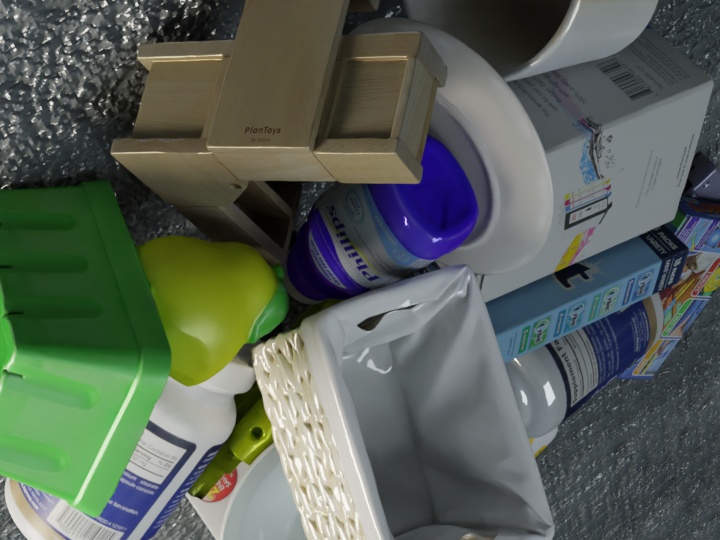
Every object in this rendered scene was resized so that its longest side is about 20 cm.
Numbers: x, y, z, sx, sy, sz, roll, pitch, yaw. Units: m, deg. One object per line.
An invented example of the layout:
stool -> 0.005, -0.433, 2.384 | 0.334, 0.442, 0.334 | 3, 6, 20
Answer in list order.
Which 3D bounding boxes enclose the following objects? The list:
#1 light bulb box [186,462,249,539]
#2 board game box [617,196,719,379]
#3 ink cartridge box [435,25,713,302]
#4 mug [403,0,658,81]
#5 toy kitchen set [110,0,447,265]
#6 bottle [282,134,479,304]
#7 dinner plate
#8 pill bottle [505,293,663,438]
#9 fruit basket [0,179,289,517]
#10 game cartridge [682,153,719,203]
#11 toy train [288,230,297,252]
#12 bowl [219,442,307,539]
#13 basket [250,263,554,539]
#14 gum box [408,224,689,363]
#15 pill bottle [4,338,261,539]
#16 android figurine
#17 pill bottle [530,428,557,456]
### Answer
light bulb box -> -0.034, 0.246, 1.321 | 0.124, 0.198, 0.200 | -38, 147, -6
board game box -> 0.290, 0.021, 1.467 | 0.135, 0.035, 0.201 | 5, 126, -45
ink cartridge box -> 0.133, -0.098, 1.142 | 0.199, 0.147, 0.146 | -22, 142, -24
mug -> 0.144, -0.209, 1.024 | 0.186, 0.151, 0.152 | -23, 170, 40
toy kitchen set -> -0.019, -0.111, 0.984 | 0.180, 0.198, 0.165 | 45, 53, -56
bottle -> 0.004, -0.025, 1.056 | 0.065, 0.084, 0.200 | -31, 180, -32
dinner plate -> 0.046, -0.078, 1.036 | 0.024, 0.199, 0.201 | -38, 149, -32
pill bottle -> 0.147, 0.066, 1.227 | 0.199, 0.111, 0.112 | -33, 147, -31
fruit basket -> -0.155, 0.040, 0.973 | 0.214, 0.216, 0.156 | 1, 129, -44
game cartridge -> 0.288, -0.013, 1.489 | 0.200, 0.038, 0.130 | -44, 142, 5
toy train -> 0.000, 0.000, 1.225 | 0.199, 0.034, 0.046 | 6, 129, -46
bowl -> -0.011, 0.209, 1.145 | 0.200, 0.202, 0.090 | -35, -178, -7
basket -> 0.024, 0.113, 1.031 | 0.135, 0.202, 0.123 | -18, -179, -31
gum box -> 0.131, -0.023, 1.203 | 0.199, 0.170, 0.045 | -23, 143, -24
pill bottle -> -0.161, 0.114, 1.098 | 0.201, 0.116, 0.115 | -52, 144, 15
android figurine -> -0.066, 0.091, 1.186 | 0.200, 0.041, 0.182 | -47, -175, 6
pill bottle -> 0.117, 0.148, 1.434 | 0.200, 0.111, 0.111 | -45, 146, 7
